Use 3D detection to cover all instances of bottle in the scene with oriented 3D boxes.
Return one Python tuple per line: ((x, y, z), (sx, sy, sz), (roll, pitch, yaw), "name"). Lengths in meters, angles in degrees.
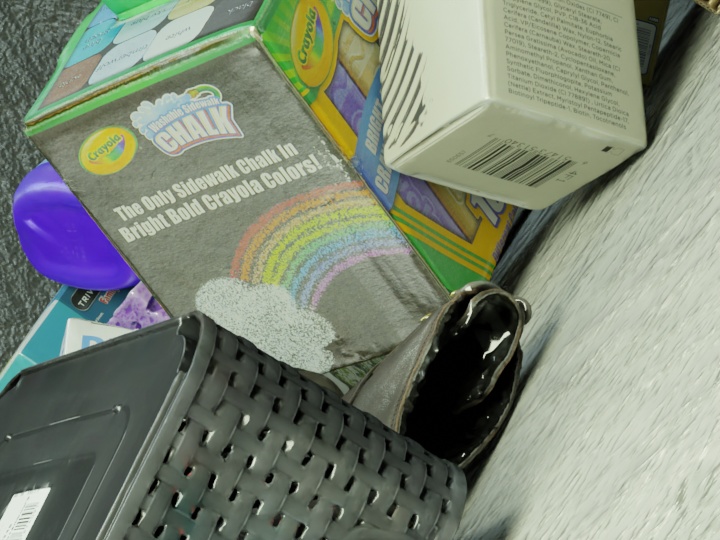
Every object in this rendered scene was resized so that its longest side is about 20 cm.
((-0.093, -0.065, 1.369), (0.083, 0.065, 0.200), (6, 34, 32), "bottle")

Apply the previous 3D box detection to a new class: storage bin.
((-0.070, 0.101, 0.796), (0.135, 0.094, 0.200), (-64, 18, -19), "storage bin")

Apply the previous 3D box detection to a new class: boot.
((0.002, 0.062, 0.955), (0.174, 0.069, 0.200), (-45, 12, 33), "boot")

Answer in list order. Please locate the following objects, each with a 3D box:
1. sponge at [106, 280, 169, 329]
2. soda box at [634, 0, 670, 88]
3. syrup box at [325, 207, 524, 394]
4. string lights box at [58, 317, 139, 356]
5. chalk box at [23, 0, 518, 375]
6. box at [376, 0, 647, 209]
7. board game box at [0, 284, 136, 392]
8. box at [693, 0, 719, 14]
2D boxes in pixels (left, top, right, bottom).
((-0.062, -0.018, 1.298), (0.200, 0.030, 0.112), (-49, 1, -36), "sponge")
((0.105, -0.178, 1.134), (0.068, 0.064, 0.200), (178, 106, -75), "soda box")
((0.000, 0.000, 1.277), (0.081, 0.079, 0.200), (-55, 4, -32), "syrup box")
((-0.096, 0.086, 1.236), (0.200, 0.103, 0.059), (117, 158, -66), "string lights box")
((-0.040, -0.070, 1.068), (0.124, 0.200, 0.124), (-18, 29, 33), "chalk box")
((0.054, -0.131, 1.046), (0.068, 0.082, 0.200), (-32, 51, 47), "box")
((-0.168, 0.063, 1.418), (0.200, 0.047, 0.151), (-50, 6, 43), "board game box")
((0.186, -0.207, 1.110), (0.164, 0.021, 0.200), (-58, 6, 25), "box")
